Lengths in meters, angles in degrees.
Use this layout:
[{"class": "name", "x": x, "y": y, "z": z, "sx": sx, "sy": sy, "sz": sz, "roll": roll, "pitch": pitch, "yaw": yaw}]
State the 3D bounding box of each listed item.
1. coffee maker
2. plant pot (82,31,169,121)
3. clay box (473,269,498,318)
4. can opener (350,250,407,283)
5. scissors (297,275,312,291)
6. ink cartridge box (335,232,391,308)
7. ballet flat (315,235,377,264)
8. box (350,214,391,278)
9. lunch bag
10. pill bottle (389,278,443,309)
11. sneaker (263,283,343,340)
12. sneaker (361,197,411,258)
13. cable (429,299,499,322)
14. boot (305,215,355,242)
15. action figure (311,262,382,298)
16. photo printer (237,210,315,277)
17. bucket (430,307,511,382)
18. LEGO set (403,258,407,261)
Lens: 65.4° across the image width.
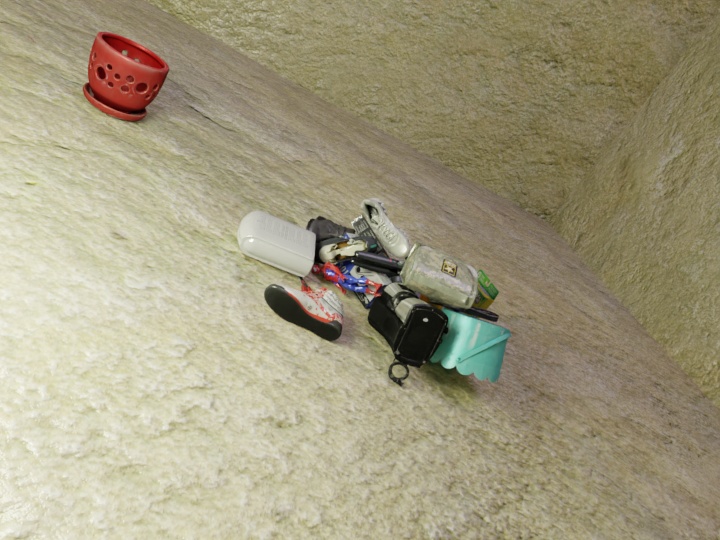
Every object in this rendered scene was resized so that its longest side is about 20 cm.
[{"class": "coffee maker", "x": 0.093, "y": 0.138, "z": 1.350, "sx": 0.135, "sy": 0.192, "sz": 0.200, "roll": 47, "pitch": -3, "yaw": -21}, {"class": "plant pot", "x": -0.668, "y": -0.540, "z": 1.585, "sx": 0.200, "sy": 0.183, "sz": 0.201, "roll": 27, "pitch": 25, "yaw": -14}, {"class": "clay box", "x": 0.301, "y": 0.098, "z": 1.618, "sx": 0.047, "sy": 0.200, "sz": 0.115, "roll": 16, "pitch": 29, "yaw": -35}, {"class": "can opener", "x": 0.070, "y": -0.009, "z": 1.454, "sx": 0.199, "sy": 0.063, "sz": 0.079, "roll": 23, "pitch": 33, "yaw": -19}, {"class": "scissors", "x": -0.135, "y": 0.041, "z": 1.402, "sx": 0.073, "sy": 0.014, "sz": 0.200, "roll": 19, "pitch": 27, "yaw": -26}, {"class": "ink cartridge box", "x": 0.000, "y": 0.000, "z": 1.531, "sx": 0.044, "sy": 0.094, "sz": 0.200, "roll": 4, "pitch": 42, "yaw": -47}, {"class": "ballet flat", "x": -0.053, "y": -0.053, "z": 1.486, "sx": 0.073, "sy": 0.199, "sz": 0.074, "roll": -9, "pitch": 90, "yaw": -68}, {"class": "box", "x": 0.046, "y": -0.061, "z": 1.634, "sx": 0.201, "sy": 0.044, "sz": 0.160, "roll": 58, "pitch": 4, "yaw": 2}, {"class": "lunch bag", "x": 0.188, "y": 0.016, "z": 1.341, "sx": 0.163, "sy": 0.118, "sz": 0.200, "roll": 24, "pitch": 10, "yaw": -4}, {"class": "pill bottle", "x": 0.151, "y": 0.080, "z": 1.568, "sx": 0.199, "sy": 0.111, "sz": 0.111, "roll": 15, "pitch": 30, "yaw": -37}, {"class": "sneaker", "x": -0.124, "y": 0.071, "z": 1.275, "sx": 0.201, "sy": 0.067, "sz": 0.108, "roll": 33, "pitch": 33, "yaw": -17}, {"class": "sneaker", "x": 0.066, "y": -0.117, "z": 1.552, "sx": 0.200, "sy": 0.075, "sz": 0.081, "roll": 54, "pitch": 14, "yaw": 12}, {"class": "cable", "x": 0.262, "y": 0.083, "z": 1.463, "sx": 0.199, "sy": 0.051, "sz": 0.097, "roll": 16, "pitch": 4, "yaw": 29}, {"class": "boot", "x": -0.084, "y": -0.105, "z": 1.625, "sx": 0.131, "sy": 0.070, "sz": 0.200, "roll": 19, "pitch": 25, "yaw": 6}, {"class": "action figure", "x": -0.041, "y": 0.027, "z": 1.460, "sx": 0.199, "sy": 0.066, "sz": 0.052, "roll": 23, "pitch": 54, "yaw": 21}, {"class": "photo printer", "x": -0.214, "y": -0.074, "z": 1.427, "sx": 0.199, "sy": 0.070, "sz": 0.167, "roll": 22, "pitch": 26, "yaw": -15}, {"class": "bucket", "x": 0.271, "y": 0.184, "z": 1.407, "sx": 0.206, "sy": 0.136, "sz": 0.207, "roll": 18, "pitch": 1, "yaw": 0}, {"class": "LEGO set", "x": 0.229, "y": 0.009, "z": 1.738, "sx": 0.116, "sy": 0.154, "sz": 0.200, "roll": -30, "pitch": 49, "yaw": -26}]
